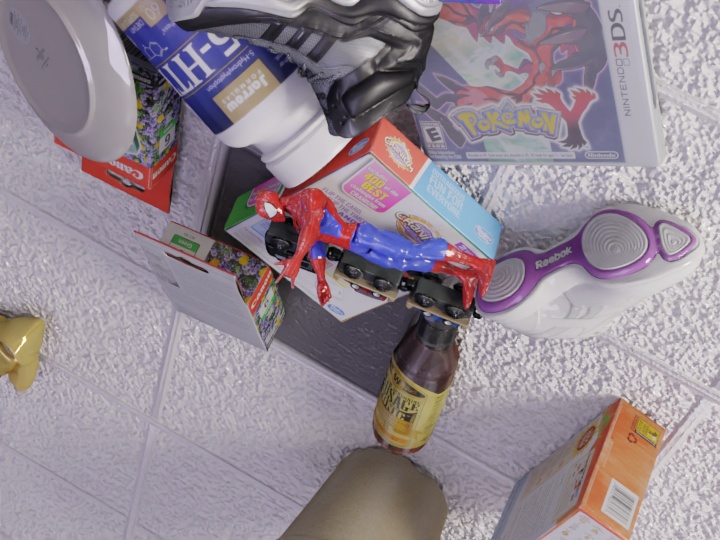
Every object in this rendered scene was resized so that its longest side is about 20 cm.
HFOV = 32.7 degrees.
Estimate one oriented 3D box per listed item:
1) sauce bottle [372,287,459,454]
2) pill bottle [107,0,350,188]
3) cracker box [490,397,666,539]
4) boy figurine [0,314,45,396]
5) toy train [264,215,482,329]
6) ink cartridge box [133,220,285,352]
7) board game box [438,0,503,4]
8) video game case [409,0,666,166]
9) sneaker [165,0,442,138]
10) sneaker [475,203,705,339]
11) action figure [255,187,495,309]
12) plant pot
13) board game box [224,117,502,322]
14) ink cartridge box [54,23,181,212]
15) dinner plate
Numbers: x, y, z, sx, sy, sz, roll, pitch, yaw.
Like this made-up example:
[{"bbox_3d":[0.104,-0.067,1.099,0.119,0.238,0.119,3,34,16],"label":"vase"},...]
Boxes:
[{"bbox_3d":[0.056,0.095,1.158,0.065,0.066,0.201,24,136,11],"label":"sauce bottle"},{"bbox_3d":[-0.091,-0.169,0.968,0.200,0.120,0.119,48,137,-15],"label":"pill bottle"},{"bbox_3d":[0.191,0.223,1.138,0.057,0.134,0.200,35,139,-3],"label":"cracker box"},{"bbox_3d":[-0.438,0.101,1.480,0.199,0.065,0.125,-15,117,44],"label":"boy figurine"},{"bbox_3d":[0.011,0.006,1.050,0.198,0.034,0.046,21,149,-3],"label":"toy train"},{"bbox_3d":[-0.137,0.005,1.154,0.108,0.051,0.200,23,161,13],"label":"ink cartridge box"},{"bbox_3d":[0.077,-0.285,0.743,0.044,0.135,0.202,8,132,25],"label":"board game box"},{"bbox_3d":[0.119,-0.158,0.916,0.198,0.023,0.184,4,130,30],"label":"video game case"},{"bbox_3d":[-0.040,-0.154,0.884,0.197,0.076,0.115,-1,109,-4],"label":"sneaker"},{"bbox_3d":[0.195,0.007,1.001,0.199,0.076,0.099,-17,142,38],"label":"sneaker"},{"bbox_3d":[0.000,0.000,0.985,0.198,0.100,0.065,24,159,-7],"label":"action figure"},{"bbox_3d":[-0.001,0.298,1.291,0.198,0.184,0.202,17,135,18],"label":"plant pot"},{"bbox_3d":[0.000,-0.037,1.064,0.153,0.041,0.199,39,140,-26],"label":"board game box"},{"bbox_3d":[-0.224,-0.133,1.124,0.108,0.050,0.201,26,136,11],"label":"ink cartridge box"},{"bbox_3d":[-0.259,-0.181,1.031,0.199,0.024,0.202,30,136,34],"label":"dinner plate"}]
